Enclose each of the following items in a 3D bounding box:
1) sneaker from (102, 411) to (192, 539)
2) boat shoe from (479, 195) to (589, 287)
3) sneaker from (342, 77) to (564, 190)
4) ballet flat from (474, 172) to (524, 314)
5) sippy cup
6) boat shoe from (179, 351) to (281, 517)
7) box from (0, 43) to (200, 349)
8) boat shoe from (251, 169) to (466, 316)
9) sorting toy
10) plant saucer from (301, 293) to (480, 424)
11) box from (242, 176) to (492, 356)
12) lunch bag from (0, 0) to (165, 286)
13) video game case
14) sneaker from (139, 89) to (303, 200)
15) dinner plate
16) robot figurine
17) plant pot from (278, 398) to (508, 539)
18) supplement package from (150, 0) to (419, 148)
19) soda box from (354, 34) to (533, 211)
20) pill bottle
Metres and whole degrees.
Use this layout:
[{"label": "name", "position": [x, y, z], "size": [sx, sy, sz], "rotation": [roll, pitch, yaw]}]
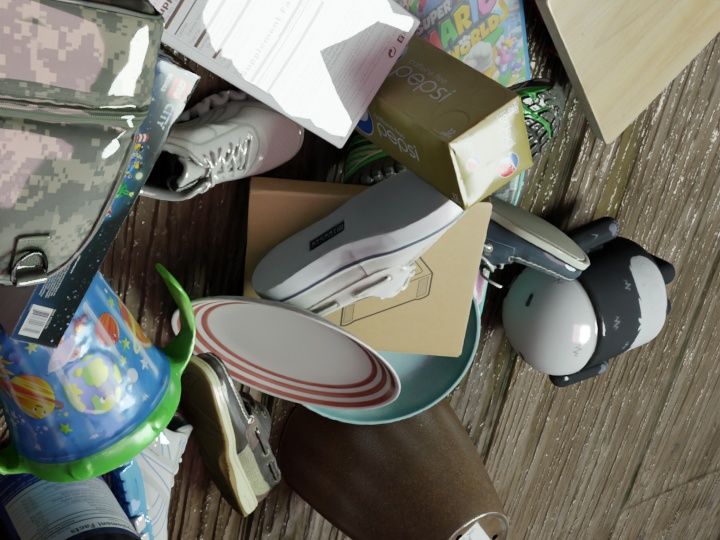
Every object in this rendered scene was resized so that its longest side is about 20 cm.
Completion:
[{"label": "sneaker", "position": [-0.180, 0.171, 0.967], "size": [0.086, 0.075, 0.202], "rotation": [-27, 134, -29]}, {"label": "boat shoe", "position": [0.106, -0.034, 0.987], "size": [0.197, 0.075, 0.063], "rotation": [24, 106, -4]}, {"label": "sneaker", "position": [0.071, -0.116, 0.911], "size": [0.197, 0.086, 0.078], "rotation": [-19, 142, 17]}, {"label": "ballet flat", "position": [0.101, -0.039, 1.060], "size": [0.070, 0.069, 0.203], "rotation": [4, 119, -19]}, {"label": "sippy cup", "position": [-0.218, 0.062, 0.822], "size": [0.179, 0.138, 0.132], "rotation": [-59, 139, -43]}, {"label": "boat shoe", "position": [-0.115, 0.139, 1.004], "size": [0.065, 0.073, 0.202], "rotation": [-36, 142, -26]}, {"label": "box", "position": [-0.194, -0.072, 0.729], "size": [0.037, 0.136, 0.202], "rotation": [19, 107, -45]}, {"label": "boat shoe", "position": [0.010, -0.012, 0.868], "size": [0.198, 0.072, 0.070], "rotation": [-29, 125, 23]}, {"label": "sorting toy", "position": [0.244, -0.257, 1.011], "size": [0.200, 0.070, 0.199], "rotation": [-45, 138, -5]}, {"label": "plant saucer", "position": [0.009, 0.047, 1.008], "size": [0.196, 0.036, 0.203], "rotation": [-1, 118, -2]}, {"label": "box", "position": [0.000, 0.000, 0.935], "size": [0.196, 0.021, 0.165], "rotation": [4, 128, -5]}, {"label": "lunch bag", "position": [-0.213, -0.105, 0.644], "size": [0.138, 0.200, 0.170], "rotation": [-2, 120, -37]}, {"label": "video game case", "position": [0.080, -0.211, 0.945], "size": [0.142, 0.018, 0.202], "rotation": [-32, 135, -17]}, {"label": "sneaker", "position": [-0.120, -0.086, 0.825], "size": [0.198, 0.081, 0.076], "rotation": [-12, 125, -35]}, {"label": "dinner plate", "position": [-0.060, 0.065, 0.920], "size": [0.200, 0.197, 0.025], "rotation": [49, 52, -47]}, {"label": "robot figurine", "position": [0.242, 0.035, 1.183], "size": [0.198, 0.152, 0.125], "rotation": [-18, 172, -30]}, {"label": "plant pot", "position": [0.047, 0.209, 1.086], "size": [0.185, 0.200, 0.189], "rotation": [-21, 131, -26]}, {"label": "supplement package", "position": [-0.076, -0.188, 0.762], "size": [0.199, 0.114, 0.110], "rotation": [26, 101, -45]}, {"label": "soda box", "position": [0.039, -0.127, 0.836], "size": [0.067, 0.200, 0.065], "rotation": [-34, 133, -14]}, {"label": "pill bottle", "position": [-0.227, 0.229, 0.871], "size": [0.111, 0.200, 0.113], "rotation": [-21, 131, -26]}]
